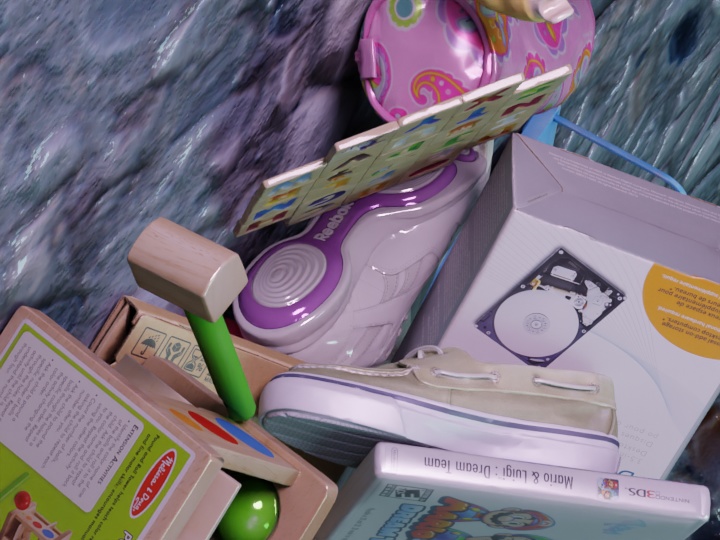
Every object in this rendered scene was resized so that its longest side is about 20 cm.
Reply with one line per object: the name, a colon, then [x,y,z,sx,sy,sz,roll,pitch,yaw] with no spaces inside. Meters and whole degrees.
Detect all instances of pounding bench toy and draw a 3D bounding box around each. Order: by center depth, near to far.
pounding bench toy: [-0.090,0.083,1.283,0.201,0.124,0.156,-58,154,5]

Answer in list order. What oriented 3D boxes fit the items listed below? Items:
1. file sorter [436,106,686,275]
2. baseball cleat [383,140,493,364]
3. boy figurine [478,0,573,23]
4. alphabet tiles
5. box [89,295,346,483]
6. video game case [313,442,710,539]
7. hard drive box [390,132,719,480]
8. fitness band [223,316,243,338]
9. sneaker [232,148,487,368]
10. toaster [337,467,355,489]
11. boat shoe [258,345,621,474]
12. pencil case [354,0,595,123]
file sorter: [0.123,0.016,1.889,0.201,0.122,0.139,-56,168,-25]
baseball cleat: [0.018,-0.019,1.640,0.201,0.069,0.106,-65,-169,7]
boy figurine: [0.075,-0.177,1.354,0.064,0.125,0.200,-18,173,-14]
alphabet tiles: [0.019,-0.059,1.402,0.165,0.006,0.200,-22,175,-12]
box: [-0.093,0.110,1.432,0.199,0.021,0.164,23,102,-49]
video game case: [0.069,0.145,1.492,0.200,0.181,0.024,124,-28,-62]
hard drive box: [0.113,0.045,1.516,0.077,0.155,0.201,-86,-162,-53]
fitness band: [-0.119,0.111,1.506,0.200,0.037,0.144,-51,162,-26]
sneaker: [0.000,0.000,1.531,0.200,0.075,0.100,-43,141,-34]
toaster: [0.017,0.162,1.833,0.130,0.199,0.114,-64,-158,15]
boat shoe: [0.042,0.072,1.443,0.072,0.199,0.062,140,-42,-61]
pencil case: [0.065,-0.121,1.508,0.088,0.087,0.200,-61,167,18]
